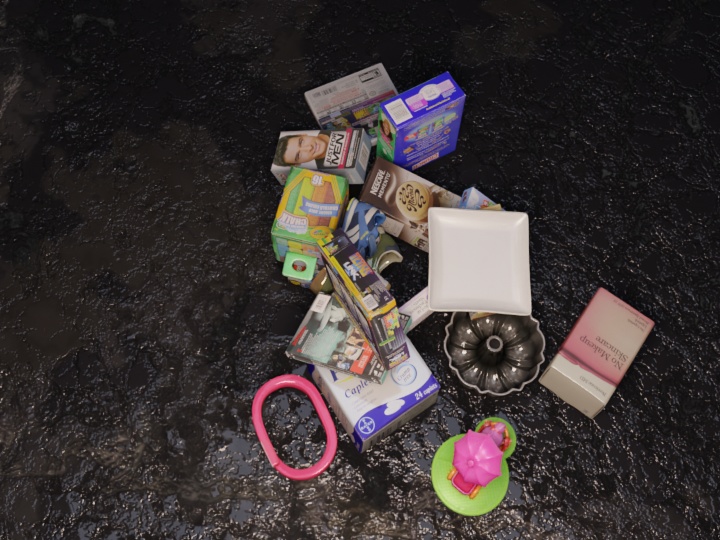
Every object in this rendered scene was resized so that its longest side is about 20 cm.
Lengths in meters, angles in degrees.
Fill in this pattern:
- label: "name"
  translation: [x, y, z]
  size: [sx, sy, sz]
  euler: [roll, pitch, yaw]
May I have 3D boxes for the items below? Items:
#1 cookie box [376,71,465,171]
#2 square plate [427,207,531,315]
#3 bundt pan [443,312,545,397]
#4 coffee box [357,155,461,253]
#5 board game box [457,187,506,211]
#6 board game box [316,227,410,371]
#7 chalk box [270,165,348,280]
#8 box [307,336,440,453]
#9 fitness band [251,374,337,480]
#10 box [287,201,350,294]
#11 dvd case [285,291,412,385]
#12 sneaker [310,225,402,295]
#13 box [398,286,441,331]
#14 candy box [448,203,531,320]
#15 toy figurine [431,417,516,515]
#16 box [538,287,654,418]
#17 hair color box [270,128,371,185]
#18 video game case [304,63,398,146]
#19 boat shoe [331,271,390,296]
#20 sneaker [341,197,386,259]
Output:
- label: "cookie box"
  translation: [0.122, -0.298, 1.788]
  size: [0.169, 0.201, 0.076]
  euler: [-27, 68, -13]
- label: "square plate"
  translation: [0.221, -0.016, 1.603]
  size: [0.194, 0.029, 0.204]
  euler: [3, 73, -5]
- label: "bundt pan"
  translation: [0.257, 0.154, 1.663]
  size: [0.197, 0.076, 0.206]
  euler: [0, 67, 0]
- label: "coffee box"
  translation: [0.094, -0.133, 1.758]
  size: [0.197, 0.080, 0.115]
  euler: [25, 68, -6]
- label: "board game box"
  translation: [0.245, -0.044, 1.735]
  size: [0.150, 0.036, 0.203]
  euler: [31, 65, -21]
- label: "board game box"
  translation: [0.006, 0.050, 1.480]
  size: [0.056, 0.167, 0.201]
  euler: [-29, 50, -9]
- label: "chalk box"
  translation: [-0.103, -0.081, 1.689]
  size: [0.122, 0.124, 0.203]
  euler: [12, 67, 5]
- label: "box"
  translation: [0.022, 0.205, 1.623]
  size: [0.182, 0.105, 0.201]
  euler: [-31, 70, -14]
- label: "fitness band"
  translation: [-0.126, 0.298, 1.621]
  size: [0.141, 0.038, 0.202]
  euler: [-23, 70, -13]
- label: "box"
  translation: [-0.060, -0.053, 1.767]
  size: [0.134, 0.040, 0.203]
  euler: [14, 67, 4]
- label: "dvd case"
  translation: [-0.021, 0.120, 1.554]
  size: [0.197, 0.022, 0.147]
  euler: [13, 55, 23]
- label: "sneaker"
  translation: [0.000, 0.000, 1.688]
  size: [0.199, 0.067, 0.090]
  euler: [-39, 70, -21]
- label: "box"
  translation: [0.064, 0.105, 1.590]
  size: [0.199, 0.039, 0.042]
  euler: [-36, 72, -16]
- label: "candy box"
  translation: [0.243, -0.017, 1.651]
  size: [0.113, 0.055, 0.204]
  euler: [-13, 74, -11]
- label: "toy figurine"
  translation: [0.224, 0.329, 1.530]
  size: [0.149, 0.185, 0.200]
  euler: [38, 70, 14]
- label: "box"
  translation: [0.455, 0.159, 1.647]
  size: [0.127, 0.109, 0.201]
  euler: [33, 70, 12]
- label: "hair color box"
  translation: [-0.083, -0.239, 1.800]
  size: [0.196, 0.061, 0.101]
  euler: [1, 64, 24]
- label: "video game case"
  translation: [-0.002, -0.358, 1.908]
  size: [0.197, 0.023, 0.184]
  euler: [-23, 69, -11]
- label: "boat shoe"
  translation: [-0.031, 0.069, 1.656]
  size: [0.199, 0.071, 0.069]
  euler: [-42, 98, 19]
- label: "sneaker"
  translation: [-0.004, -0.051, 1.639]
  size: [0.081, 0.074, 0.203]
  euler: [16, 58, 0]
